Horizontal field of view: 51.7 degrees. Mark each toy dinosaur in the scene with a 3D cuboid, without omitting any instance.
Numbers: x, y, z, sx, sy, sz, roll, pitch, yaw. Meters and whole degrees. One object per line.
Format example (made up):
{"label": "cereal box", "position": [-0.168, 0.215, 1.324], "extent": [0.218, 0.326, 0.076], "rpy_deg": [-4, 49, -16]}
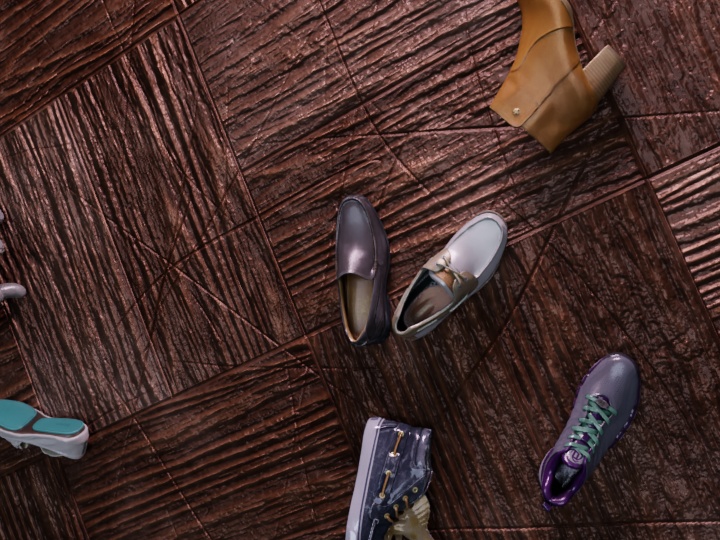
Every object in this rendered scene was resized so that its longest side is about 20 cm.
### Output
{"label": "toy dinosaur", "position": [0.057, 0.337, 0.988], "extent": [0.101, 0.058, 0.201], "rpy_deg": [-38, 81, 16]}

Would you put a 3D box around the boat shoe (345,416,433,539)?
{"label": "boat shoe", "position": [0.039, 0.293, 0.944], "extent": [0.089, 0.071, 0.204], "rpy_deg": [5, 77, 17]}

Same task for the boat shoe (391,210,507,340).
{"label": "boat shoe", "position": [0.114, 0.011, 0.942], "extent": [0.074, 0.068, 0.201], "rpy_deg": [40, 105, 13]}

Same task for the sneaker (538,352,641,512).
{"label": "sneaker", "position": [0.276, 0.197, 0.885], "extent": [0.074, 0.087, 0.203], "rpy_deg": [26, 102, 16]}

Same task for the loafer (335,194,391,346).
{"label": "loafer", "position": [0.000, 0.000, 0.981], "extent": [0.071, 0.072, 0.204], "rpy_deg": [-10, 89, 21]}

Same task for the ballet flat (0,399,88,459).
{"label": "ballet flat", "position": [-0.523, 0.262, 1.193], "extent": [0.196, 0.069, 0.071], "rpy_deg": [9, 96, 18]}

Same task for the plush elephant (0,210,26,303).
{"label": "plush elephant", "position": [-0.610, 0.026, 1.169], "extent": [0.199, 0.156, 0.164], "rpy_deg": [-38, 35, -14]}

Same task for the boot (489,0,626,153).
{"label": "boot", "position": [0.203, -0.254, 0.893], "extent": [0.144, 0.071, 0.202], "rpy_deg": [-44, 84, 13]}
